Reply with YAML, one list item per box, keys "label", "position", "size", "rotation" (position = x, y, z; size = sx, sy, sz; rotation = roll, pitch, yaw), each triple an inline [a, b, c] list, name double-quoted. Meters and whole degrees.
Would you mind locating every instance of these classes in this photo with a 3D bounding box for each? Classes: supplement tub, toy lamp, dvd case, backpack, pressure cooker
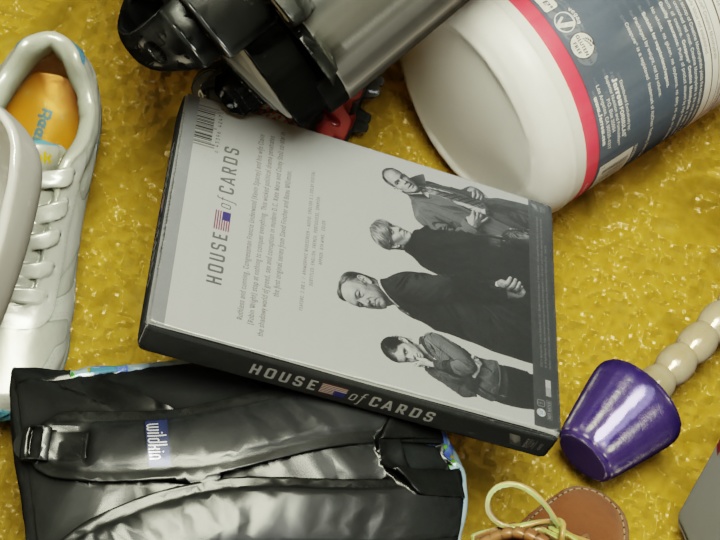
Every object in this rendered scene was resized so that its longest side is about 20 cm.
- label: "supplement tub"
  position: [0.133, -0.132, 0.946]
  size: [0.200, 0.140, 0.141]
  rotation: [-32, 77, -20]
- label: "toy lamp"
  position: [0.183, 0.036, 0.934]
  size: [0.200, 0.058, 0.058]
  rotation: [-39, 79, -24]
- label: "dvd case"
  position: [0.000, 0.000, 0.835]
  size: [0.199, 0.025, 0.151]
  rotation: [16, 47, -13]
- label: "backpack"
  position: [-0.049, 0.113, 0.824]
  size: [0.199, 0.154, 0.164]
  rotation: [-16, 63, -2]
- label: "pressure cooker"
  position: [-0.033, -0.167, 0.826]
  size: [0.200, 0.176, 0.179]
  rotation: [-40, 67, 1]

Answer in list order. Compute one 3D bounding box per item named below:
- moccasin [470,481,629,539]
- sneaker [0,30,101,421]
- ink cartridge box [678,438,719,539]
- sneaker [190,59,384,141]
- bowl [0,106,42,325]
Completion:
- label: "moccasin"
  position: [0.078, 0.149, 0.820]
  size: [0.073, 0.078, 0.201]
  rotation: [29, 29, 24]
- label: "sneaker"
  position: [-0.175, -0.024, 0.881]
  size: [0.076, 0.081, 0.201]
  rotation: [7, 68, -9]
- label: "ink cartridge box"
  position: [0.278, 0.103, 0.858]
  size: [0.199, 0.146, 0.083]
  rotation: [-5, 51, -16]
- label: "sneaker"
  position: [-0.052, -0.057, 0.922]
  size: [0.097, 0.071, 0.201]
  rotation: [19, 64, -2]
- label: "bowl"
  position: [-0.249, -0.009, 0.827]
  size: [0.199, 0.075, 0.201]
  rotation: [23, 93, 16]
